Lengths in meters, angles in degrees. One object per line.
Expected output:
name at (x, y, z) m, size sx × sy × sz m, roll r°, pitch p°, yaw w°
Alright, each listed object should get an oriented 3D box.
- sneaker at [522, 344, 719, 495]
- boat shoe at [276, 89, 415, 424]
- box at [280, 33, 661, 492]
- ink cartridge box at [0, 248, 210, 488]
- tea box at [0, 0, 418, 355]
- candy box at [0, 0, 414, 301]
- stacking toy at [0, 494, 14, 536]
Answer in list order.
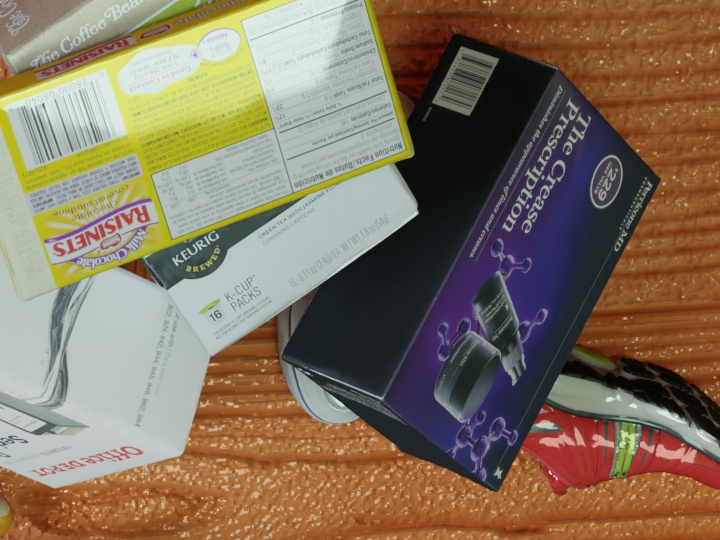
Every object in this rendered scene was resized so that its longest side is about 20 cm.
sneaker at (0.143, 0.097, 1.729) m, size 0.199 × 0.077 × 0.085 m, roll 20°, pitch 110°, yaw -15°
boat shoe at (0.000, 0.000, 1.630) m, size 0.073 × 0.065 × 0.201 m, roll -2°, pitch 113°, yaw -19°
box at (0.063, -0.003, 1.588) m, size 0.201 × 0.079 × 0.141 m, roll -62°, pitch 145°, yaw -9°
ink cartridge box at (-0.195, 0.034, 1.522) m, size 0.199 × 0.145 × 0.084 m, roll 26°, pitch 67°, yaw -27°
tea box at (-0.096, -0.101, 1.474) m, size 0.133 × 0.200 × 0.197 m, roll -35°, pitch 120°, yaw -2°
candy box at (-0.081, -0.067, 1.365) m, size 0.199 × 0.026 × 0.103 m, roll -21°, pitch 120°, yaw -9°
stacking toy at (-0.277, 0.137, 1.582) m, size 0.199 × 0.116 × 0.110 m, roll -3°, pitch 117°, yaw -31°
